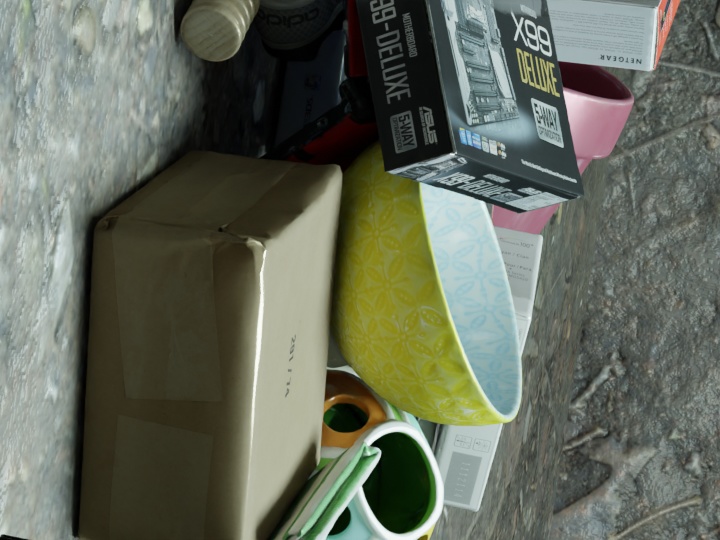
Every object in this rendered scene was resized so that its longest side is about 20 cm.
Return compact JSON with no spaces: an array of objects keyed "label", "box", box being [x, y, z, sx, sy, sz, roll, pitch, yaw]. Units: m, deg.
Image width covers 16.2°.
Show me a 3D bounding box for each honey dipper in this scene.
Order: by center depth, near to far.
[{"label":"honey dipper","box":[-0.065,-0.196,1.545,0.200,0.038,0.038,-70,164,-50]}]

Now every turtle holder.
[{"label":"turtle holder","box":[-0.013,0.156,1.645,0.141,0.132,0.186,-4,89,-39]}]

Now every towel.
[{"label":"towel","box":[-0.075,0.188,1.527,0.200,0.023,0.153,-43,-176,25]}]

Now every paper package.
[{"label":"paper package","box":[-0.084,0.046,1.475,0.191,0.103,0.200,-49,145,-68]}]

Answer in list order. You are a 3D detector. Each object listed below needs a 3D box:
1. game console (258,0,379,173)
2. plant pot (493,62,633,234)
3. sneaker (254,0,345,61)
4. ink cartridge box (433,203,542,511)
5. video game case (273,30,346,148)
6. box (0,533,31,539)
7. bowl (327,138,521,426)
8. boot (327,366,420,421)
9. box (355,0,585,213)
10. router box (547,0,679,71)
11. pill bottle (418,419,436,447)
[{"label":"game console","box":[-0.002,-0.140,1.632,0.119,0.172,0.200,61,27,7]},{"label":"plant pot","box":[0.096,-0.099,2.045,0.200,0.200,0.179,-41,154,-72]},{"label":"sneaker","box":[-0.022,-0.205,1.653,0.200,0.074,0.087,-61,158,-47]},{"label":"ink cartridge box","box":[0.094,0.046,1.871,0.176,0.045,0.200,-79,-179,-49]},{"label":"video game case","box":[-0.008,-0.160,1.813,0.200,0.045,0.181,8,90,-78]},{"label":"box","box":[-0.177,0.261,1.339,0.200,0.048,0.193,75,29,-65]},{"label":"bowl","box":[0.021,0.011,1.605,0.200,0.108,0.200,-15,90,-75]},{"label":"boot","box":[-0.039,0.162,1.747,0.182,0.073,0.200,18,70,-40]},{"label":"box","box":[0.066,-0.126,1.560,0.200,0.050,0.158,14,64,-62]},{"label":"router box","box":[0.127,-0.207,1.824,0.180,0.200,0.049,-60,154,-61]},{"label":"pill bottle","box":[0.004,0.091,1.893,0.114,0.114,0.200,48,52,-75]}]
